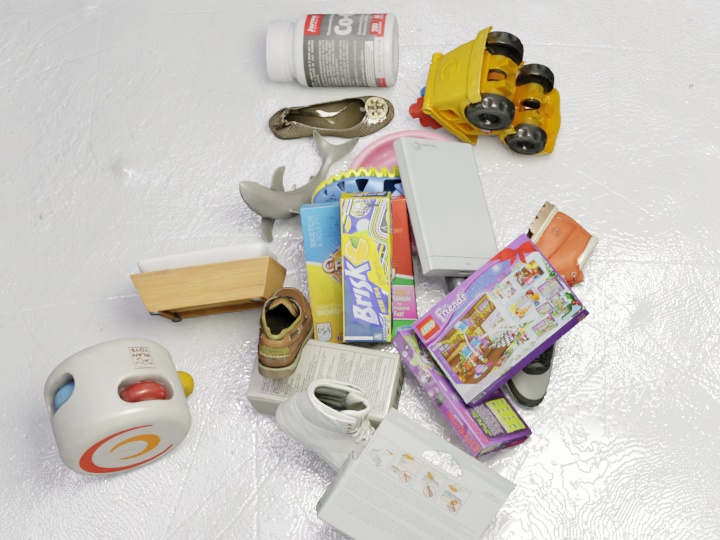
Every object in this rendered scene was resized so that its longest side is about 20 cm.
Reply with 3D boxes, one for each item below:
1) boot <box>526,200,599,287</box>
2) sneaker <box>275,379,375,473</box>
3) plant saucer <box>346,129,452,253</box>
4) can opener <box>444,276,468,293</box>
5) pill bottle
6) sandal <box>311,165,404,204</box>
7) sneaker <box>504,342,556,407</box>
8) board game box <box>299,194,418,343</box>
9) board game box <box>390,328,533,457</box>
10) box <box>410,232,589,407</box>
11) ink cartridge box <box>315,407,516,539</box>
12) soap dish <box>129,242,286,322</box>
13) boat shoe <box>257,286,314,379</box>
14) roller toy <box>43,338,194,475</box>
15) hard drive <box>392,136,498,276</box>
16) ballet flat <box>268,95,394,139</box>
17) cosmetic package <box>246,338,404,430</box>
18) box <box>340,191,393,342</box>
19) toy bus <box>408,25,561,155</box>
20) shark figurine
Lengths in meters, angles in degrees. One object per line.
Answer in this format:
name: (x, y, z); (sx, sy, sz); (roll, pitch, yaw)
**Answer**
boot: (0.260, 0.008, 1.664); (0.107, 0.075, 0.200); (32, 79, 6)
sneaker: (-0.003, 0.214, 1.523); (0.200, 0.116, 0.074); (30, 53, -14)
plant saucer: (0.075, -0.113, 1.752); (0.200, 0.051, 0.201); (-3, 66, 7)
can opener: (0.140, 0.018, 1.652); (0.052, 0.066, 0.201); (-5, 72, -25)
pill bottle: (-0.043, -0.346, 1.836); (0.199, 0.114, 0.114); (1, 66, 8)
sandal: (0.028, -0.102, 1.686); (0.199, 0.080, 0.087); (-9, 69, 5)
sneaker: (0.236, 0.088, 1.595); (0.074, 0.079, 0.201); (2, 94, -16)
board game box: (0.000, 0.000, 1.657); (0.152, 0.040, 0.201); (-5, 102, 6)
board game box: (0.138, 0.159, 1.593); (0.032, 0.120, 0.200); (-49, 62, 28)
box: (0.184, 0.065, 1.549); (0.200, 0.039, 0.137); (-40, 65, 9)
ink cartridge box: (0.070, 0.289, 1.498); (0.200, 0.044, 0.174); (32, 97, -8)
soap dish: (-0.213, 0.020, 1.681); (0.199, 0.157, 0.082); (-7, 82, 4)
boat shoe: (-0.100, 0.066, 1.589); (0.072, 0.068, 0.200); (0, 28, -1)
roller toy: (-0.332, 0.181, 1.602); (0.199, 0.183, 0.140); (-22, 64, -2)
hard drive: (0.123, -0.089, 1.635); (0.131, 0.027, 0.201); (2, 66, -34)
ballet flat: (-0.047, -0.242, 1.828); (0.199, 0.046, 0.068); (-5, 66, 6)
cosmetic package: (-0.046, 0.159, 1.626); (0.199, 0.087, 0.104); (10, 69, 11)
box: (0.009, -0.005, 1.602); (0.070, 0.064, 0.201); (0, 103, 5)
toy bus: (0.178, -0.247, 1.753); (0.192, 0.200, 0.136); (-13, 58, 42)
shark figurine: (-0.081, -0.115, 1.754); (0.089, 0.129, 0.214); (18, 40, 38)
